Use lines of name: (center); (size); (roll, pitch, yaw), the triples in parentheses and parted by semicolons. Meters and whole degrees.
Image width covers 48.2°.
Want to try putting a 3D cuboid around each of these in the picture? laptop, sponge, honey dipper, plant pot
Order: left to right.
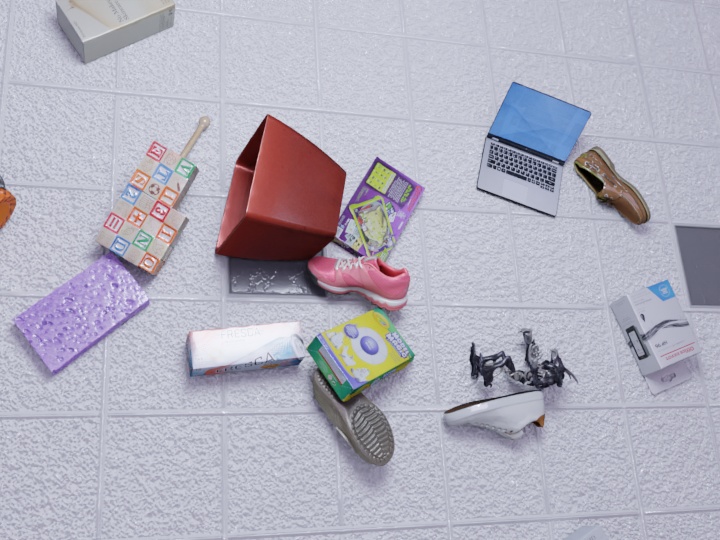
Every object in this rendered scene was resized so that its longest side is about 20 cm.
sponge: (-0.466, 0.069, 1.356); (0.199, 0.030, 0.112); (-39, 85, -24)
honey dipper: (-0.330, -0.206, 1.492); (0.038, 0.038, 0.202); (29, 65, -4)
plant pot: (-0.135, -0.124, 1.444); (0.174, 0.200, 0.203); (17, 66, -19)
laptop: (0.360, -0.249, 1.672); (0.185, 0.116, 0.203); (18, 66, -9)

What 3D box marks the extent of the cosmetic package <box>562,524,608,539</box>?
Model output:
cosmetic package: (0.423, 0.566, 1.419); (0.101, 0.071, 0.202); (-26, 79, -23)

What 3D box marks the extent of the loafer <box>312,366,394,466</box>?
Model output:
loafer: (-0.014, 0.252, 1.402); (0.075, 0.068, 0.201); (-30, 77, -28)

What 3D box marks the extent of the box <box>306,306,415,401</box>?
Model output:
box: (0.012, 0.141, 1.425); (0.199, 0.048, 0.118); (-21, 68, -48)

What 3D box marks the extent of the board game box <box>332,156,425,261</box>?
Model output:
board game box: (0.033, -0.113, 1.573); (0.119, 0.032, 0.201); (30, 66, 0)

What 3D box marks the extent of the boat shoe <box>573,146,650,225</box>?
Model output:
boat shoe: (0.533, -0.169, 1.727); (0.068, 0.072, 0.201); (-31, 72, -20)

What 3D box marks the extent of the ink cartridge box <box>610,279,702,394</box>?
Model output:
ink cartridge box: (0.607, 0.135, 1.633); (0.115, 0.068, 0.202); (-17, 77, -21)

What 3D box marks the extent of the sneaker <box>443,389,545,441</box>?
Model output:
sneaker: (0.250, 0.275, 1.472); (0.197, 0.073, 0.086); (-7, 85, -12)

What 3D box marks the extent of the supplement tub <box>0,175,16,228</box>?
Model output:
supplement tub: (-0.675, -0.146, 1.320); (0.199, 0.123, 0.123); (38, 65, -1)

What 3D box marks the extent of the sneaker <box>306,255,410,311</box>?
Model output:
sneaker: (0.000, 0.000, 1.472); (0.197, 0.088, 0.074); (17, 37, -1)

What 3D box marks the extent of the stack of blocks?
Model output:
stack of blocks: (-0.357, -0.107, 1.403); (0.114, 0.059, 0.202); (29, 84, -4)

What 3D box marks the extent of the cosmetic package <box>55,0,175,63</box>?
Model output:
cosmetic package: (-0.464, -0.490, 1.537); (0.199, 0.073, 0.104); (-34, 83, -25)

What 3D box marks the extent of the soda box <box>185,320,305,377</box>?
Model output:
soda box: (-0.199, 0.135, 1.393); (0.197, 0.064, 0.069); (-5, 72, -18)

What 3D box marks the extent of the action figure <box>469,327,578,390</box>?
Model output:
action figure: (0.310, 0.169, 1.506); (0.197, 0.119, 0.104); (2, 102, -7)
